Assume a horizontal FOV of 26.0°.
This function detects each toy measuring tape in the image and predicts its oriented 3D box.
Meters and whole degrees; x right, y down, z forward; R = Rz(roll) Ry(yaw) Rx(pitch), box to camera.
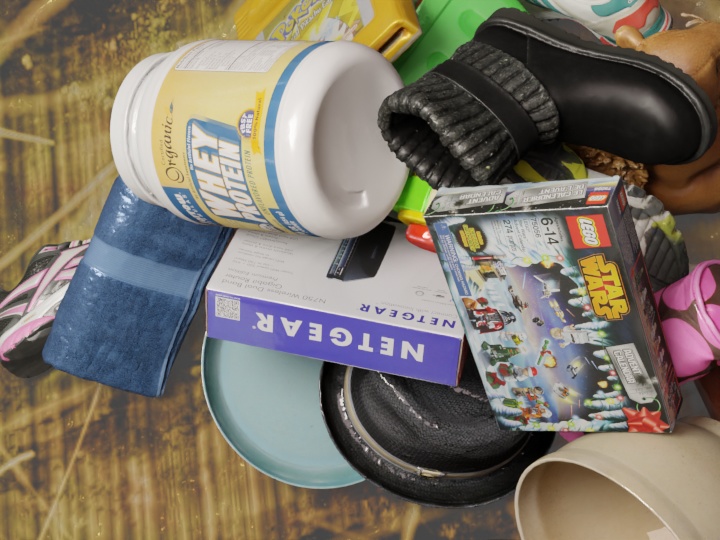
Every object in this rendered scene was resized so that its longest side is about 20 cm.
[{"bbox_3d":[0.094,-0.039,1.173,0.200,0.074,0.074,16,76,36],"label":"toy measuring tape"}]

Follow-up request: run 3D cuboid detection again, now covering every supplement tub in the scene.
[{"bbox_3d":[-0.076,-0.102,1.178,0.200,0.145,0.145,7,73,38],"label":"supplement tub"}]

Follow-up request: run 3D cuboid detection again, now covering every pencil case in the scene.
[{"bbox_3d":[0.229,0.065,1.188,0.094,0.200,0.091,14,60,-25],"label":"pencil case"}]

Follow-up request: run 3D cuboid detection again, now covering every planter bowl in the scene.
[{"bbox_3d":[0.233,0.193,1.169,0.135,0.200,0.200,-31,67,-29],"label":"planter bowl"}]

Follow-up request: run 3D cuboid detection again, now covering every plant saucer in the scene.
[{"bbox_3d":[-0.035,0.080,1.293,0.200,0.027,0.200,2,82,-14],"label":"plant saucer"}]

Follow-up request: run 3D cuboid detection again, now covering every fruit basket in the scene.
[{"bbox_3d":[0.025,-0.195,1.348,0.215,0.156,0.216,0,85,1],"label":"fruit basket"}]

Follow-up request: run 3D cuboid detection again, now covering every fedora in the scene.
[{"bbox_3d":[0.069,0.095,1.242,0.200,0.092,0.201,1,79,-6],"label":"fedora"}]

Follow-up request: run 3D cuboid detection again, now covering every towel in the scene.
[{"bbox_3d":[-0.183,0.007,1.309,0.200,0.112,0.049,-64,29,13],"label":"towel"}]

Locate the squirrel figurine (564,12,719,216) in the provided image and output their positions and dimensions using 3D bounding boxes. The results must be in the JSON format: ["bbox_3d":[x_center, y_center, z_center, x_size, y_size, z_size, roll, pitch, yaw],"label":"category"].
[{"bbox_3d":[0.232,-0.114,1.251,0.200,0.187,0.142,-31,70,1],"label":"squirrel figurine"}]

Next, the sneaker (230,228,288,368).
[{"bbox_3d":[-0.068,-0.012,1.343,0.090,0.066,0.200,-15,68,9],"label":"sneaker"}]

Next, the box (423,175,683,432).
[{"bbox_3d":[0.139,0.029,1.104,0.137,0.200,0.040,-3,35,29],"label":"box"}]

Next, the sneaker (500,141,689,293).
[{"bbox_3d":[0.172,-0.041,1.228,0.200,0.085,0.075,40,67,-9],"label":"sneaker"}]

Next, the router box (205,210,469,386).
[{"bbox_3d":[0.000,0.000,1.226,0.200,0.049,0.180,10,37,9],"label":"router box"}]

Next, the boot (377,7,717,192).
[{"bbox_3d":[0.134,-0.102,1.126,0.211,0.080,0.158,24,45,23],"label":"boot"}]

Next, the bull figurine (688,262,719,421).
[{"bbox_3d":[0.298,0.050,1.250,0.121,0.065,0.200,-26,72,9],"label":"bull figurine"}]

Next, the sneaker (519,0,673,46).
[{"bbox_3d":[0.175,-0.254,1.334,0.070,0.093,0.200,-50,49,-8],"label":"sneaker"}]

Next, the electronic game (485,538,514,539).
[{"bbox_3d":[0.112,0.305,1.189,0.200,0.042,0.200,0,89,28],"label":"electronic game"}]

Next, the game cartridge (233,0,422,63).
[{"bbox_3d":[-0.035,-0.208,1.312,0.176,0.032,0.200,-42,41,26],"label":"game cartridge"}]

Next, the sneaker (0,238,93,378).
[{"bbox_3d":[-0.246,0.001,1.372,0.200,0.080,0.086,-33,59,-6],"label":"sneaker"}]
